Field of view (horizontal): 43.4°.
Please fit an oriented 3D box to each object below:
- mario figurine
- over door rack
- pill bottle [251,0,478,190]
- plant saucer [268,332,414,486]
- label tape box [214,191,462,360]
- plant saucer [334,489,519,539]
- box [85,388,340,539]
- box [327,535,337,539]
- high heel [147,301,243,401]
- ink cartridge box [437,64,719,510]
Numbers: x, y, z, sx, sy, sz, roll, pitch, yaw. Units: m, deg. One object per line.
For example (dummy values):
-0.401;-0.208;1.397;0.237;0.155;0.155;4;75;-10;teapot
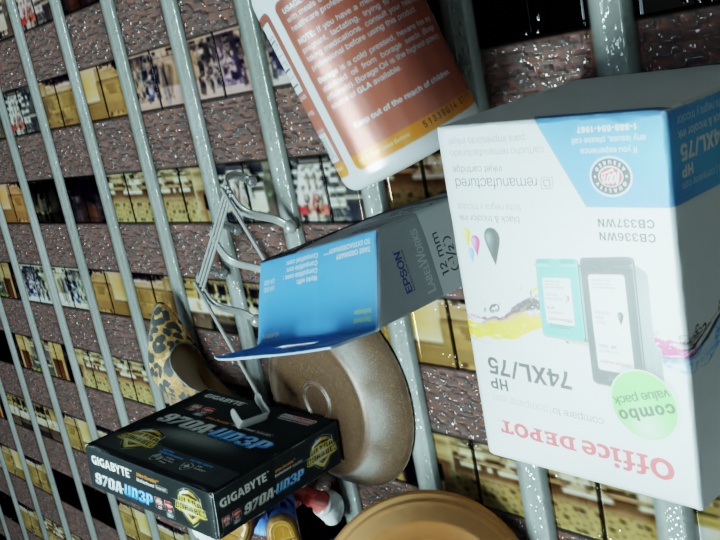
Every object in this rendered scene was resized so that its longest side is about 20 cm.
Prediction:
-0.088;0.246;0.899;0.123;0.200;0.106;42;97;-4;mario figurine
-0.100;0.027;0.873;0.202;0.065;0.149;66;146;37;over door rack
-0.006;-0.170;0.630;0.111;0.112;0.203;-17;104;50;pill bottle
-0.031;0.122;0.877;0.199;0.036;0.204;24;124;41;plant saucer
0.000;0.000;0.655;0.142;0.198;0.067;-13;97;50;label tape box
0.055;0.286;0.742;0.202;0.198;0.037;59;178;10;plant saucer
-0.141;0.176;0.861;0.197;0.158;0.047;6;109;42;box
0.012;0.357;0.866;0.196;0.123;0.202;-40;75;48;box
-0.165;0.116;1.019;0.141;0.071;0.204;-23;83;36;high heel
0.155;-0.001;0.519;0.145;0.145;0.204;5;111;47;ink cartridge box
